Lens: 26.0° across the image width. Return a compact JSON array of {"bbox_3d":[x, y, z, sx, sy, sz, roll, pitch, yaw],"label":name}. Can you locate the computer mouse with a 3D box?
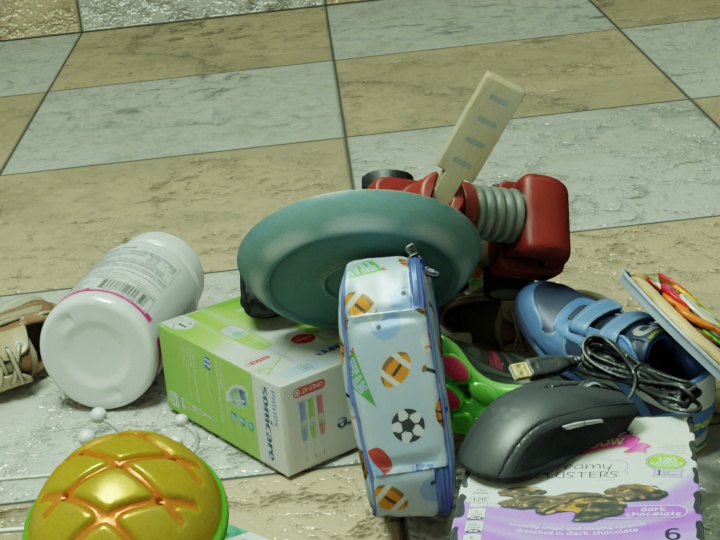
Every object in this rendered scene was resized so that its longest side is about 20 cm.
[{"bbox_3d":[0.140,0.089,1.153,0.199,0.046,0.140,-17,24,-26],"label":"computer mouse"}]

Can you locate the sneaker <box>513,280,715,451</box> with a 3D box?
[{"bbox_3d":[0.211,0.061,1.272,0.200,0.083,0.074,38,51,27],"label":"sneaker"}]

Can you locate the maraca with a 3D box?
[{"bbox_3d":[-0.158,0.181,1.022,0.136,0.108,0.201,-1,34,7],"label":"maraca"}]

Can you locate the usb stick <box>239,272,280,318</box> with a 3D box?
[{"bbox_3d":[-0.083,0.004,1.421,0.055,0.033,0.200,-11,14,-2],"label":"usb stick"}]

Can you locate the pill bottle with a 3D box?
[{"bbox_3d":[-0.221,0.041,1.497,0.112,0.114,0.200,-1,20,12],"label":"pill bottle"}]

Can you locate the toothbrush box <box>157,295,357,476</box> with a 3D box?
[{"bbox_3d":[-0.064,0.088,1.366,0.145,0.087,0.199,-19,25,-32],"label":"toothbrush box"}]

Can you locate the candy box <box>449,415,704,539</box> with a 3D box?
[{"bbox_3d":[0.153,0.175,1.089,0.166,0.072,0.200,-2,20,10],"label":"candy box"}]

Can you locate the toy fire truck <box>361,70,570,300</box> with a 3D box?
[{"bbox_3d":[0.103,-0.064,1.283,0.174,0.130,0.200,6,-16,-20],"label":"toy fire truck"}]

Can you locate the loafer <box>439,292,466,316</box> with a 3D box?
[{"bbox_3d":[0.048,0.008,1.449,0.069,0.071,0.200,0,-22,39],"label":"loafer"}]

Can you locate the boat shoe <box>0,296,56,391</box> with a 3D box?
[{"bbox_3d":[-0.340,0.077,1.476,0.071,0.076,0.200,10,27,26],"label":"boat shoe"}]

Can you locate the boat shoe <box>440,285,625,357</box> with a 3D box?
[{"bbox_3d":[0.153,0.055,1.404,0.071,0.077,0.199,-9,7,-41],"label":"boat shoe"}]

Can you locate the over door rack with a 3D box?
[{"bbox_3d":[-0.225,0.159,1.181,0.198,0.067,0.148,-16,10,1],"label":"over door rack"}]

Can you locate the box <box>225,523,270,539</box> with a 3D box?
[{"bbox_3d":[-0.166,0.229,1.090,0.143,0.037,0.199,12,25,39],"label":"box"}]

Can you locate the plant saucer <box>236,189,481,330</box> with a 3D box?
[{"bbox_3d":[0.000,0.000,1.256,0.198,0.201,0.028,-5,61,2],"label":"plant saucer"}]

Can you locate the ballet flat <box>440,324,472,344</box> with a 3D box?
[{"bbox_3d":[0.024,0.063,1.435,0.199,0.070,0.069,11,26,40],"label":"ballet flat"}]

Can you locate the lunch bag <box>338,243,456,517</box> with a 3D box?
[{"bbox_3d":[0.031,0.081,1.171,0.075,0.202,0.160,-6,-3,5],"label":"lunch bag"}]

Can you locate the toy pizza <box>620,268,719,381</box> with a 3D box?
[{"bbox_3d":[0.285,0.061,1.231,0.032,0.200,0.200,-48,19,9],"label":"toy pizza"}]

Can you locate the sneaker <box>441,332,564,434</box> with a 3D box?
[{"bbox_3d":[0.100,0.098,1.281,0.199,0.077,0.084,26,11,6],"label":"sneaker"}]

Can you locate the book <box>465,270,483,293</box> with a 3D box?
[{"bbox_3d":[0.092,-0.027,1.495,0.132,0.048,0.200,17,-14,5],"label":"book"}]
